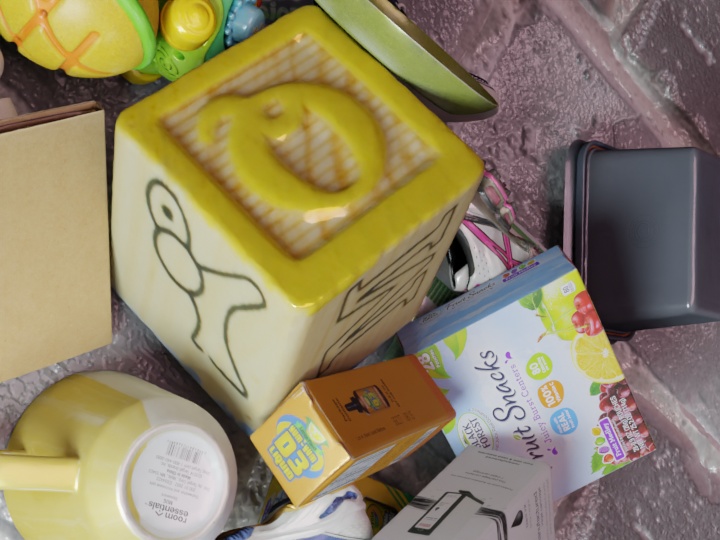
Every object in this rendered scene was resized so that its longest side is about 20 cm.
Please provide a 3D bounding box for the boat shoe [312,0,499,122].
[{"bbox_3d":[0.042,-0.196,1.026,0.198,0.074,0.094,10,74,-34],"label":"boat shoe"}]

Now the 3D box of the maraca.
[{"bbox_3d":[-0.224,-0.209,0.813,0.199,0.138,0.107,33,66,11],"label":"maraca"}]

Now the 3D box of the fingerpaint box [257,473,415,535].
[{"bbox_3d":[-0.017,0.275,0.967,0.166,0.073,0.203,28,71,-28],"label":"fingerpaint box"}]

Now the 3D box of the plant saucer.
[{"bbox_3d":[0.023,-0.182,0.896,0.199,0.201,0.031,35,106,-26],"label":"plant saucer"}]

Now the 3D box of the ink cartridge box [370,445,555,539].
[{"bbox_3d":[0.077,0.253,0.915,0.199,0.083,0.148,-33,123,-50],"label":"ink cartridge box"}]

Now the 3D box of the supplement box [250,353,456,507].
[{"bbox_3d":[0.000,0.117,0.885,0.067,0.069,0.199,54,20,15],"label":"supplement box"}]

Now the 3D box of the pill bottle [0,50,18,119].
[{"bbox_3d":[-0.312,-0.164,0.791,0.109,0.109,0.202,-30,102,-31],"label":"pill bottle"}]

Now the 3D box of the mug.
[{"bbox_3d":[-0.176,0.156,0.826,0.185,0.152,0.151,-29,102,-31],"label":"mug"}]

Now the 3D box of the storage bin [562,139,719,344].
[{"bbox_3d":[0.295,-0.029,1.155,0.144,0.133,0.204,11,80,-47],"label":"storage bin"}]

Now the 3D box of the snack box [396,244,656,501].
[{"bbox_3d":[0.148,0.107,1.035,0.167,0.068,0.202,-26,111,3],"label":"snack box"}]

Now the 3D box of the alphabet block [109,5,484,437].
[{"bbox_3d":[-0.056,-0.033,0.856,0.195,0.201,0.196,43,58,13],"label":"alphabet block"}]

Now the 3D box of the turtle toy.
[{"bbox_3d":[-0.129,-0.237,0.895,0.100,0.145,0.204,-5,88,-29],"label":"turtle toy"}]

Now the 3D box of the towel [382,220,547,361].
[{"bbox_3d":[0.117,0.044,1.110,0.152,0.023,0.202,39,67,-24],"label":"towel"}]

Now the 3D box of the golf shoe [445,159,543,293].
[{"bbox_3d":[0.120,-0.002,1.063,0.092,0.072,0.201,-42,112,-15],"label":"golf shoe"}]

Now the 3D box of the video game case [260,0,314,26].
[{"bbox_3d":[-0.063,-0.225,1.014,0.198,0.023,0.185,-2,86,-34],"label":"video game case"}]

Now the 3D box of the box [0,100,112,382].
[{"bbox_3d":[-0.250,-0.008,0.805,0.162,0.021,0.202,-20,131,-34],"label":"box"}]

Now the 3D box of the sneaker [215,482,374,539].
[{"bbox_3d":[-0.074,0.230,0.860,0.198,0.075,0.089,-22,88,-21],"label":"sneaker"}]
